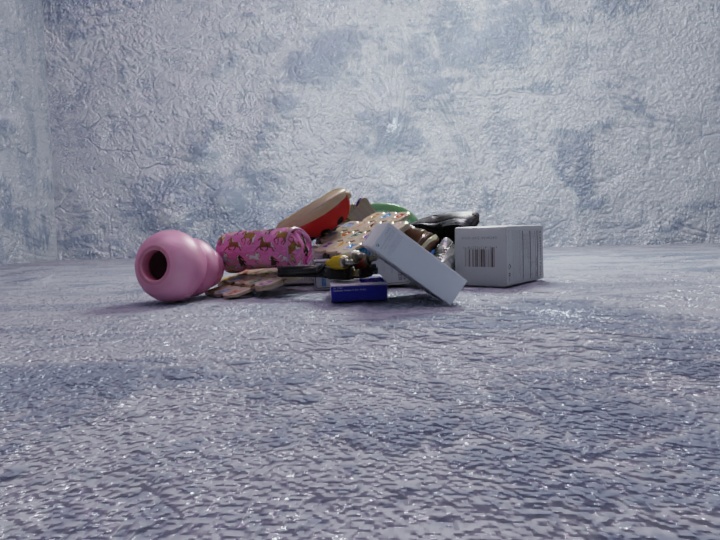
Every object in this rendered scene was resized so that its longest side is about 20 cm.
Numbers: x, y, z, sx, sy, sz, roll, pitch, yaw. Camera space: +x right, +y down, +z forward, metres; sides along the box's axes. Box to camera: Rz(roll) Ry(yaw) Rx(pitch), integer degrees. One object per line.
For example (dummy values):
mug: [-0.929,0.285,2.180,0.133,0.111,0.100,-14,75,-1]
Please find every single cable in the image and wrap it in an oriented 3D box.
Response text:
cable: [-0.056,-0.011,1.005,0.198,0.051,0.096,2,4,40]

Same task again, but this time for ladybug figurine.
ladybug figurine: [-0.099,-0.114,1.278,0.198,0.073,0.136,-27,9,24]

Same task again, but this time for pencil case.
pencil case: [-0.189,-0.038,1.127,0.198,0.084,0.086,-3,-4,34]

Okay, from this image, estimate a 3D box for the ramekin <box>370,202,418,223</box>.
ramekin: [0.069,-0.087,1.616,0.197,0.099,0.201,9,-33,6]

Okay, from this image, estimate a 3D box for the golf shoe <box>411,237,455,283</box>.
golf shoe: [0.160,-0.018,1.180,0.077,0.099,0.199,3,7,28]

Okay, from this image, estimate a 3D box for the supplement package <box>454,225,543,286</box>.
supplement package: [0.291,-0.034,1.199,0.116,0.119,0.199,0,4,37]

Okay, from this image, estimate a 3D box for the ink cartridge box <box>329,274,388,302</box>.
ink cartridge box: [-0.004,0.030,0.989,0.093,0.038,0.200,-2,2,-2]

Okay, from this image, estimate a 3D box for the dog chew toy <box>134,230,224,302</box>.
dog chew toy: [-0.318,-0.006,1.058,0.123,0.127,0.200,0,-2,16]

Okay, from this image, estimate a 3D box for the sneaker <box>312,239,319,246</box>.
sneaker: [-0.090,-0.053,1.458,0.089,0.075,0.201,-22,-36,-13]

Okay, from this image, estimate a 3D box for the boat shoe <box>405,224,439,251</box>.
boat shoe: [0.114,-0.057,1.209,0.075,0.075,0.202,40,1,4]

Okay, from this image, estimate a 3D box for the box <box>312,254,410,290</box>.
box: [0.000,0.000,1.202,0.197,0.061,0.117,-4,4,-5]

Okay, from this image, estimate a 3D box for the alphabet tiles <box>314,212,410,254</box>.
alphabet tiles: [0.006,-0.077,1.222,0.195,0.015,0.199,-34,24,-33]

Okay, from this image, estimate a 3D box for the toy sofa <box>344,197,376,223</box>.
toy sofa: [0.026,-0.089,1.484,0.098,0.200,0.083,-47,15,-11]

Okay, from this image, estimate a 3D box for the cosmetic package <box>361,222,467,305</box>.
cosmetic package: [0.081,-0.015,0.948,0.150,0.052,0.200,38,0,-6]

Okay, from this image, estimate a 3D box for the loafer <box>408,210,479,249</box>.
loafer: [0.182,-0.095,1.306,0.198,0.073,0.072,3,41,44]

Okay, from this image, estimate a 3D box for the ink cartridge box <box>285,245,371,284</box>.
ink cartridge box: [-0.074,-0.016,1.341,0.196,0.086,0.146,-1,4,-2]

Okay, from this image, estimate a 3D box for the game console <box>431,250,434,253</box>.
game console: [0.140,-0.040,1.367,0.174,0.118,0.199,-4,4,-32]

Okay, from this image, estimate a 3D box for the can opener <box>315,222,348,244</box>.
can opener: [-0.008,-0.090,1.372,0.196,0.053,0.067,-3,19,-6]

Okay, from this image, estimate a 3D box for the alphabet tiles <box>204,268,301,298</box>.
alphabet tiles: [-0.199,0.015,1.133,0.194,0.015,0.199,-22,16,-37]
